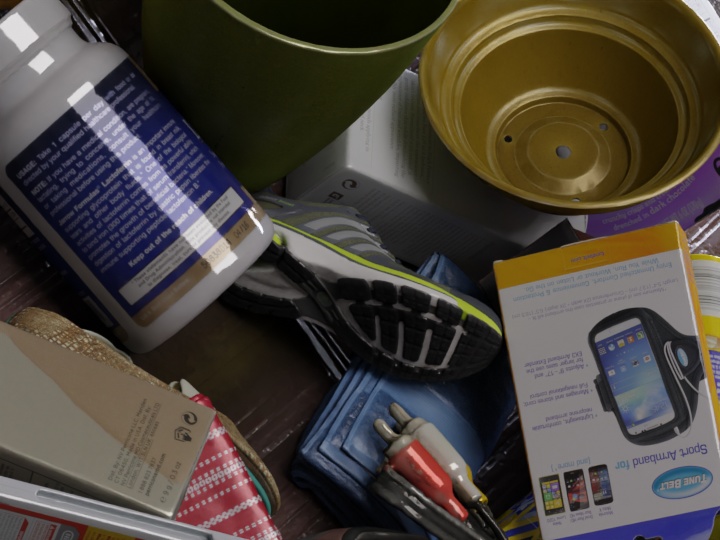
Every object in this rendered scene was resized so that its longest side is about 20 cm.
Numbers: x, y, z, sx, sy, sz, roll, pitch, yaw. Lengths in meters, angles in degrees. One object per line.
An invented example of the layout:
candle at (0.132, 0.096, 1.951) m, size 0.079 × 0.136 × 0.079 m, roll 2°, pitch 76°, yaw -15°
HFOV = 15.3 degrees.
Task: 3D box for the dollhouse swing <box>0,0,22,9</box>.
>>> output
dollhouse swing at (-0.245, -0.277, 1.589) m, size 0.199 × 0.182 × 0.176 m, roll -7°, pitch 51°, yaw -42°

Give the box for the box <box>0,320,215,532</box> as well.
box at (-0.188, 0.088, 1.431) m, size 0.199 × 0.095 × 0.078 m, roll 24°, pitch 50°, yaw -2°

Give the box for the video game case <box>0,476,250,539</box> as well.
video game case at (-0.145, 0.179, 1.400) m, size 0.199 × 0.143 × 0.017 m, roll 16°, pitch 33°, yaw -15°

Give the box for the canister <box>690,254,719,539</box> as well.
canister at (0.256, 0.104, 1.834) m, size 0.148 × 0.086 × 0.201 m, roll 24°, pitch 52°, yaw -28°

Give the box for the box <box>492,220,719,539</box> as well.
box at (0.156, 0.081, 1.628) m, size 0.041 × 0.118 × 0.201 m, roll 31°, pitch 49°, yaw -72°

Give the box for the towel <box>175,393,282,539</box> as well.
towel at (-0.106, 0.184, 1.490) m, size 0.144 × 0.022 × 0.201 m, roll -26°, pitch 83°, yaw -9°

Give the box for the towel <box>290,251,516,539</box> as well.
towel at (0.038, 0.087, 1.691) m, size 0.112 × 0.048 × 0.200 m, roll 44°, pitch 46°, yaw -12°

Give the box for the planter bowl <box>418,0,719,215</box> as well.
planter bowl at (0.134, -0.097, 1.724) m, size 0.199 × 0.084 × 0.201 m, roll 1°, pitch 55°, yaw -2°

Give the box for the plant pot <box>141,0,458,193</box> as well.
plant pot at (-0.058, -0.141, 1.612) m, size 0.186 × 0.200 × 0.188 m, roll 11°, pitch 52°, yaw -15°

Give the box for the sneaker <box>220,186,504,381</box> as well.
sneaker at (0.000, 0.000, 1.660) m, size 0.199 × 0.074 × 0.081 m, roll 25°, pitch 41°, yaw 3°

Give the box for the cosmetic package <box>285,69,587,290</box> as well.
cosmetic package at (0.052, -0.059, 1.767) m, size 0.199 × 0.074 × 0.102 m, roll 25°, pitch 52°, yaw -29°

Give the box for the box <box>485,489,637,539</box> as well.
box at (0.111, 0.179, 1.683) m, size 0.200 × 0.070 × 0.064 m, roll -34°, pitch 89°, yaw -44°

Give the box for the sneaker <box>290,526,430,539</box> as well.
sneaker at (-0.041, 0.179, 1.547) m, size 0.199 × 0.082 × 0.077 m, roll -13°, pitch 76°, yaw -35°

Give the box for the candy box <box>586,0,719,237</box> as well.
candy box at (0.176, -0.117, 1.831) m, size 0.071 × 0.168 × 0.200 m, roll -31°, pitch 87°, yaw -47°

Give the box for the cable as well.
cable at (0.080, 0.155, 1.577) m, size 0.200 × 0.050 × 0.097 m, roll 38°, pitch 9°, yaw 13°

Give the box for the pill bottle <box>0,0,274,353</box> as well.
pill bottle at (-0.154, -0.060, 1.569) m, size 0.200 × 0.116 × 0.116 m, roll 49°, pitch 46°, yaw -7°

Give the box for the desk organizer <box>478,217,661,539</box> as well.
desk organizer at (0.165, 0.072, 1.692) m, size 0.201 × 0.072 × 0.077 m, roll 59°, pitch 16°, yaw 19°

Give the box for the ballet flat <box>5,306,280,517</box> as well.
ballet flat at (-0.126, 0.079, 1.553) m, size 0.200 × 0.070 × 0.065 m, roll 35°, pitch 35°, yaw -24°
